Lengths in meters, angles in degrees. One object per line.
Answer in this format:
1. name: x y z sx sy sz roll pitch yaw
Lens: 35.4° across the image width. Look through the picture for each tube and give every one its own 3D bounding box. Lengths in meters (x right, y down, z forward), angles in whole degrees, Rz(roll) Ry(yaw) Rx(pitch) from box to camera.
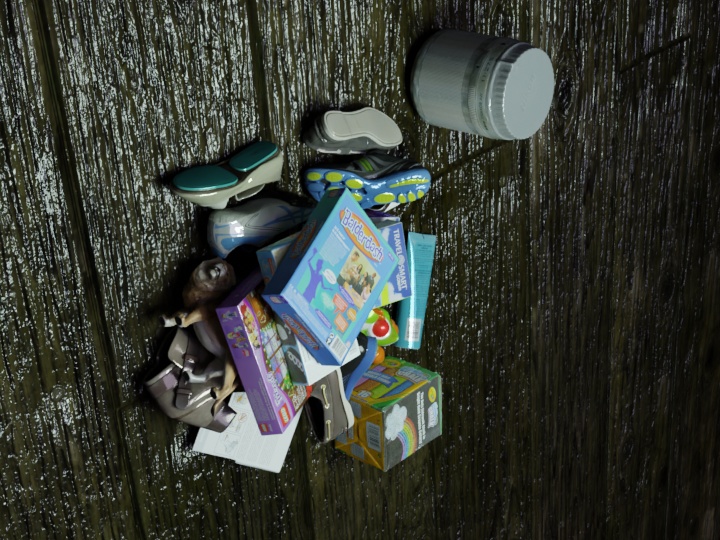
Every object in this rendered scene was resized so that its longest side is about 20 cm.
1. tube: 0.094 0.035 1.977 0.077 0.050 0.202 3 98 -54

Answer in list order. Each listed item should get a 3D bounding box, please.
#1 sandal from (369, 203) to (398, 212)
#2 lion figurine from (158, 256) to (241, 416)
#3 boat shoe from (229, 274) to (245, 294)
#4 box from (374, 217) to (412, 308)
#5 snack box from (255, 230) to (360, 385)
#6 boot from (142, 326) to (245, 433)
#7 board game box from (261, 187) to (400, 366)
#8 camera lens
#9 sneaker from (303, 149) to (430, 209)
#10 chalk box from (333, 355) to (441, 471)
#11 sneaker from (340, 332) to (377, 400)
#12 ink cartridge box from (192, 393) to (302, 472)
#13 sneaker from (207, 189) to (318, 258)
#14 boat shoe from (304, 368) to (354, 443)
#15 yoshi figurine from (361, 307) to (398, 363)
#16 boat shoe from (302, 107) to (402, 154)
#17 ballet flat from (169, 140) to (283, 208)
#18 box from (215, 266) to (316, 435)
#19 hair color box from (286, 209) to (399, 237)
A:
1. sandal: 0.028 -0.128 1.819 0.206 0.059 0.080 -17 117 -46
2. lion figurine: -0.201 0.089 1.570 0.122 0.072 0.202 -26 101 -46
3. boat shoe: -0.140 0.056 1.689 0.200 0.061 0.073 27 83 -51
4. box: 0.000 0.000 1.717 0.199 0.048 0.123 -18 106 -32
5. snack box: -0.072 0.048 1.603 0.116 0.037 0.202 -27 107 -45
6. boot: -0.214 0.128 1.613 0.146 0.070 0.201 42 61 -24
7. board game box: -0.037 0.008 1.582 0.152 0.045 0.201 52 53 -31
8. camera lens: 0.192 -0.302 1.833 0.159 0.199 0.161 -23 121 -43
9. sneaker: 0.008 -0.142 1.746 0.198 0.083 0.071 -5 127 -14
10. chalk box: 0.060 0.235 1.953 0.199 0.123 0.126 -25 122 -43
11. sneaker: -0.047 0.170 1.825 0.077 0.070 0.201 18 122 -17
12. ink cartridge box: -0.165 0.196 1.733 0.173 0.043 0.202 22 86 -38
13. sneaker: -0.141 -0.069 1.635 0.199 0.072 0.073 -19 125 -42
14. boat shoe: -0.067 0.178 1.736 0.059 0.072 0.201 -37 127 -29
15. yoshi figurine: -0.011 0.074 1.849 0.111 0.113 0.200 -22 149 4
16. boat shoe: -0.013 -0.213 1.751 0.199 0.057 0.067 -5 72 -53
17. ballet flat: -0.183 -0.120 1.572 0.199 0.069 0.070 -28 124 -41
18. box: -0.129 0.111 1.589 0.137 0.039 0.201 -52 129 -58
19. hair color box: -0.030 -0.037 1.784 0.199 0.064 0.110 -4 107 -50
